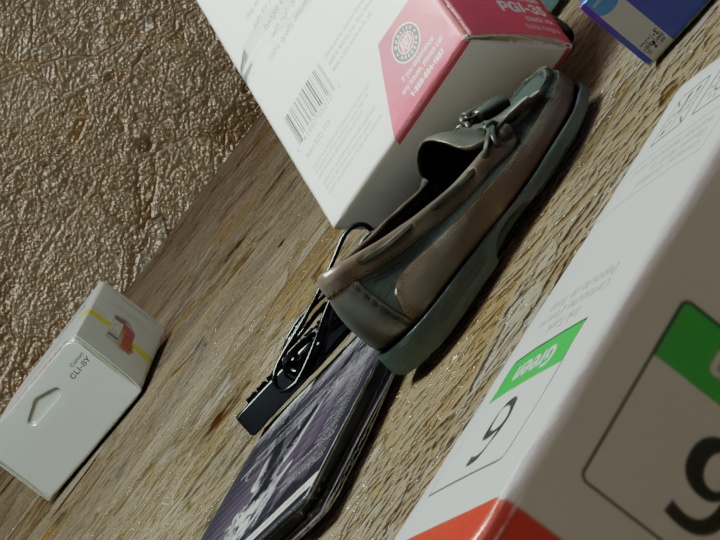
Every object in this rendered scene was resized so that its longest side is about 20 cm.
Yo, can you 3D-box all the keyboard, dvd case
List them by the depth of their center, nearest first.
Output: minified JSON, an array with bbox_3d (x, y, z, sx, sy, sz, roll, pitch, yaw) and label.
[{"bbox_3d":[-0.032,0.094,1.126,0.149,0.016,0.200,-46,8,34],"label":"dvd case"},{"bbox_3d":[0.000,0.000,1.235,0.200,0.040,0.104,-48,0,12],"label":"keyboard"}]

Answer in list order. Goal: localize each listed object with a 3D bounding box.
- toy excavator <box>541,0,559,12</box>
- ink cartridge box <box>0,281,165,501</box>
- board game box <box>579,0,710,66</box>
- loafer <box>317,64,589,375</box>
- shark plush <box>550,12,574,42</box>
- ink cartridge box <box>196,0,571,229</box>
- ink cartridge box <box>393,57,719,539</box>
[{"bbox_3d":[0.075,-0.165,1.494,0.195,0.100,0.200,-53,16,-6],"label":"toy excavator"},{"bbox_3d":[-0.265,0.111,2.203,0.145,0.083,0.200,-50,7,12],"label":"ink cartridge box"},{"bbox_3d":[0.187,-0.200,1.114,0.200,0.045,0.134,-48,8,21],"label":"board game box"},{"bbox_3d":[0.047,-0.039,1.111,0.072,0.063,0.200,-42,12,50],"label":"loafer"},{"bbox_3d":[0.043,-0.165,1.362,0.091,0.200,0.083,-40,-34,19],"label":"shark plush"},{"bbox_3d":[0.004,-0.142,1.282,0.083,0.200,0.147,-1,-41,-40],"label":"ink cartridge box"},{"bbox_3d":[0.057,0.065,0.355,0.200,0.109,0.050,-55,8,-28],"label":"ink cartridge box"}]
